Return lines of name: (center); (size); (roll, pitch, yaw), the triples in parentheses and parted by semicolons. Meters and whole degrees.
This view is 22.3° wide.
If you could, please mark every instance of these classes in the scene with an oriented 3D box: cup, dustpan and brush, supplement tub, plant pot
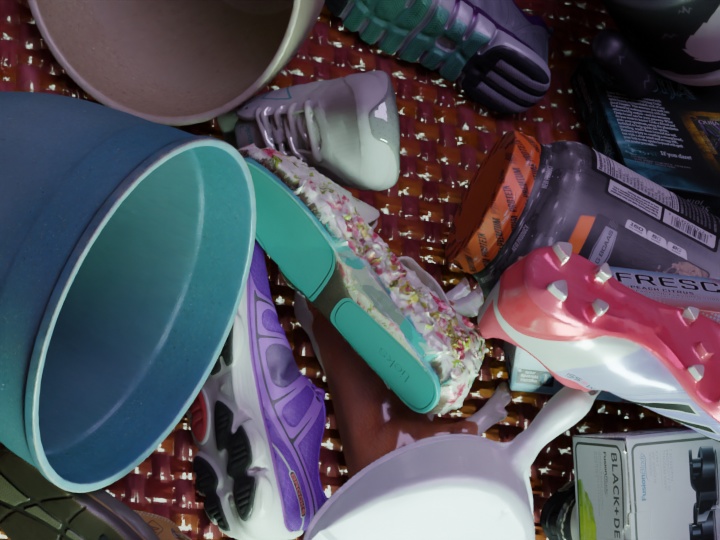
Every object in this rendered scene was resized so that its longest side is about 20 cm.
cup: (-0.094, -0.205, 1.162); (0.201, 0.200, 0.143); (49, 30, 5)
dustpan and brush: (0.074, 0.133, 1.077); (0.200, 0.057, 0.140); (-40, 113, 6)
supplement tub: (0.163, -0.004, 1.200); (0.199, 0.123, 0.123); (27, 57, -9)
plant pot: (-0.188, -0.009, 0.998); (0.187, 0.201, 0.200); (23, 53, 21)

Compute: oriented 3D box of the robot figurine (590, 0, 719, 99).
robot figurine: (0.227, -0.208, 1.269); (0.200, 0.149, 0.126); (39, 37, -57)

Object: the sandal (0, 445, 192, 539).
sandal: (-0.126, 0.167, 1.023); (0.200, 0.082, 0.055); (40, 34, 7)

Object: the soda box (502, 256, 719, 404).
soda box: (0.190, 0.042, 1.118); (0.198, 0.069, 0.064); (7, 20, -1)

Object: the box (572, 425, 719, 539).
box: (0.230, 0.150, 1.121); (0.198, 0.060, 0.118); (-4, 90, -26)

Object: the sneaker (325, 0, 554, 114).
sneaker: (0.050, -0.192, 1.286); (0.199, 0.074, 0.088); (35, 42, -16)

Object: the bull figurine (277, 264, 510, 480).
bull figurine: (0.022, 0.054, 1.134); (0.120, 0.065, 0.202); (-11, 73, -8)

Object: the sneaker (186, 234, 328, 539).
sneaker: (-0.064, 0.066, 1.105); (0.083, 0.080, 0.202); (4, 70, -41)

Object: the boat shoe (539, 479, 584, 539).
boat shoe: (0.209, 0.154, 1.179); (0.198, 0.060, 0.075); (-7, 93, -26)

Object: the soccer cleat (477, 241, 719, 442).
soccer cleat: (0.161, 0.052, 1.062); (0.199, 0.076, 0.067); (29, 50, -18)

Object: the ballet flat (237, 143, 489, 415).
ballet flat: (0.000, 0.000, 1.088); (0.200, 0.076, 0.064); (51, 50, 5)

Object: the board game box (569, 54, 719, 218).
board game box: (0.258, -0.088, 1.320); (0.198, 0.028, 0.136); (8, 44, -21)

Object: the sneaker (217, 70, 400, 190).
sneaker: (-0.031, -0.081, 1.120); (0.080, 0.200, 0.071); (-6, 93, -20)
